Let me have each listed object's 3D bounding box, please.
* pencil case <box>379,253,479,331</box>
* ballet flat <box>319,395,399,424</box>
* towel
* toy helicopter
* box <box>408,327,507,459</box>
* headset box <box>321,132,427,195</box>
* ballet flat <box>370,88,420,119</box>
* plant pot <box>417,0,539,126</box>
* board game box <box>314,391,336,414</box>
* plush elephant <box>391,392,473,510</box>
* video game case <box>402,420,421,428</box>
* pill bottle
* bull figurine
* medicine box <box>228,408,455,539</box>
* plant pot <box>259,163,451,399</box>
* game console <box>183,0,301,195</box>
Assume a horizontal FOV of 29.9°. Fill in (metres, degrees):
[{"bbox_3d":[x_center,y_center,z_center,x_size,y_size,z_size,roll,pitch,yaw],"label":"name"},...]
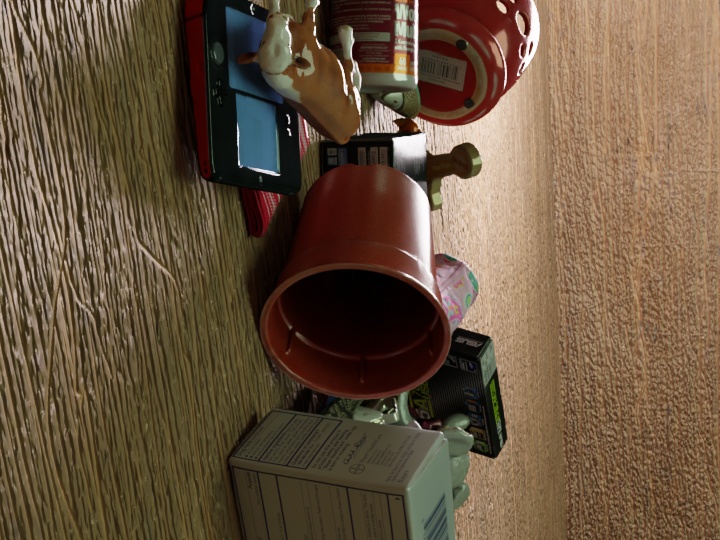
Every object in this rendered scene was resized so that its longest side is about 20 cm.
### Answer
[{"bbox_3d":[0.076,0.049,1.615,0.200,0.087,0.088,-41,131,-59],"label":"pencil case"},{"bbox_3d":[0.003,0.164,1.513,0.200,0.075,0.068,-39,133,-69],"label":"ballet flat"},{"bbox_3d":[-0.091,-0.144,1.404,0.200,0.022,0.145,-68,155,-53],"label":"towel"},{"bbox_3d":[0.092,-0.146,1.798,0.078,0.199,0.133,-17,95,-34],"label":"toy helicopter"},{"bbox_3d":[0.089,0.143,1.752,0.048,0.192,0.201,-55,147,-37],"label":"box"},{"bbox_3d":[0.024,-0.083,1.689,0.200,0.092,0.176,-31,120,-72],"label":"headset box"},{"bbox_3d":[0.031,-0.267,1.793,0.065,0.070,0.201,-47,141,-27],"label":"ballet flat"},{"bbox_3d":[0.136,-0.312,1.904,0.183,0.199,0.202,-59,147,-47],"label":"plant pot"},{"bbox_3d":[-0.037,0.159,1.592,0.158,0.039,0.201,73,28,-59],"label":"board game box"},{"bbox_3d":[0.073,0.214,1.683,0.165,0.154,0.201,102,1,-45],"label":"plush elephant"},{"bbox_3d":[0.011,0.273,1.555,0.023,0.181,0.200,51,-10,35],"label":"video game case"},{"bbox_3d":[0.016,-0.318,1.618,0.110,0.109,0.202,-5,96,-74],"label":"pill bottle"},{"bbox_3d":[-0.053,-0.202,1.289,0.200,0.065,0.122,50,39,-56],"label":"bull figurine"},{"bbox_3d":[-0.015,0.251,1.357,0.103,0.199,0.183,-47,137,-53],"label":"medicine box"},{"bbox_3d":[0.000,0.000,1.462,0.196,0.199,0.202,-85,166,-47],"label":"plant pot"},{"bbox_3d":[-0.104,-0.165,1.270,0.200,0.031,0.178,3,79,-68],"label":"game console"}]
